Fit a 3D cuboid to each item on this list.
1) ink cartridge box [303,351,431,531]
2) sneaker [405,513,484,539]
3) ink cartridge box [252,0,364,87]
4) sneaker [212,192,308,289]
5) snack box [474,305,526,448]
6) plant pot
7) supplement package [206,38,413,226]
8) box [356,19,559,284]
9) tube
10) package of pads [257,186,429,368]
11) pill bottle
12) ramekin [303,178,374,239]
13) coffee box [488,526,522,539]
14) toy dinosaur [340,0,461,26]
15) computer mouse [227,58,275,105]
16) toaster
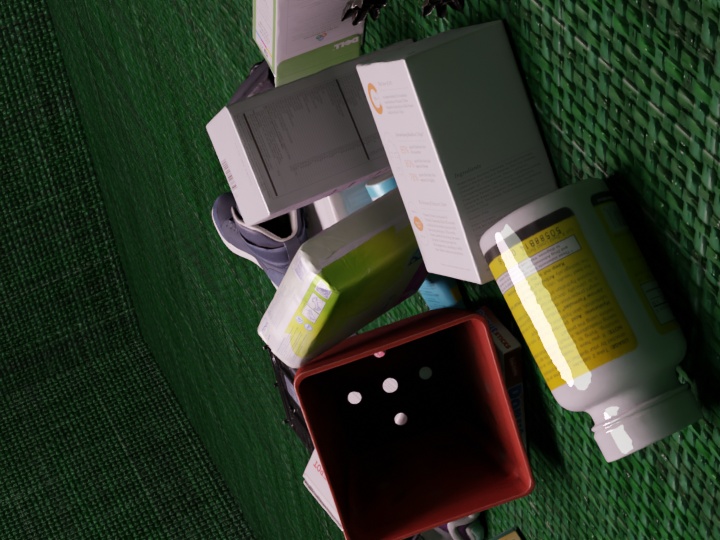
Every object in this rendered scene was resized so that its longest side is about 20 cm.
[{"bbox_3d":[0.025,0.203,1.666,0.200,0.085,0.146,-64,31,9],"label":"ink cartridge box"},{"bbox_3d":[0.077,0.290,1.703,0.078,0.140,0.200,49,156,49],"label":"sneaker"},{"bbox_3d":[-0.052,-0.263,1.431,0.059,0.104,0.200,60,163,24],"label":"ink cartridge box"},{"bbox_3d":[-0.121,-0.064,1.605,0.202,0.077,0.146,41,164,37],"label":"sneaker"},{"bbox_3d":[0.146,0.133,1.475,0.072,0.024,0.200,52,159,45],"label":"snack box"},{"bbox_3d":[0.044,0.144,1.460,0.176,0.199,0.200,-123,15,-75],"label":"plant pot"},{"bbox_3d":[-0.031,-0.133,1.364,0.114,0.200,0.110,69,163,-2],"label":"supplement package"},{"bbox_3d":[0.089,-0.102,1.206,0.200,0.097,0.124,70,164,-12],"label":"box"},{"bbox_3d":[0.068,-0.013,1.497,0.200,0.050,0.077,65,169,-13],"label":"tube"},{"bbox_3d":[0.000,0.000,1.380,0.068,0.200,0.155,48,141,14],"label":"package of pads"},{"bbox_3d":[0.181,0.040,1.075,0.200,0.111,0.111,65,164,10],"label":"pill bottle"},{"bbox_3d":[-0.023,-0.093,1.587,0.202,0.094,0.203,57,161,32],"label":"ramekin"},{"bbox_3d":[0.189,0.404,1.671,0.123,0.044,0.200,58,162,31],"label":"coffee box"},{"bbox_3d":[0.022,-0.288,1.195,0.200,0.102,0.136,43,-143,-76],"label":"toy dinosaur"},{"bbox_3d":[-0.118,-0.201,1.582,0.139,0.053,0.200,-78,9,-65],"label":"computer mouse"},{"bbox_3d":[-0.040,0.179,1.969,0.200,0.118,0.181,45,154,54],"label":"toaster"}]
